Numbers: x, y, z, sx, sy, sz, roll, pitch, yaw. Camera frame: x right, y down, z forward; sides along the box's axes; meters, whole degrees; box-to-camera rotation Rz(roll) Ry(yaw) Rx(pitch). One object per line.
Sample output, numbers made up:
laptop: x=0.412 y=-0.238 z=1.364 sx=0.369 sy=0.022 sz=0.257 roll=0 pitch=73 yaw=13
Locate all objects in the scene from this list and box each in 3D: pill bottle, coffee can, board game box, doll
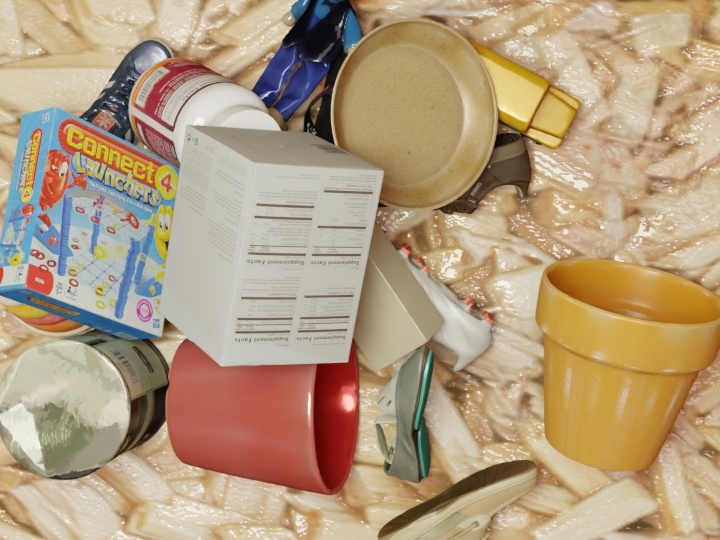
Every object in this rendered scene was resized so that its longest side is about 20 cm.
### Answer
pill bottle: x=-0.165 y=-0.156 z=1.531 sx=0.112 sy=0.200 sz=0.114 roll=-13 pitch=116 yaw=-28
coffee can: x=-0.300 y=0.141 z=1.558 sx=0.145 sy=0.200 sz=0.148 roll=0 pitch=91 yaw=5
board game box: x=-0.286 y=-0.045 z=1.516 sx=0.056 sy=0.199 sz=0.198 roll=-7 pitch=70 yaw=37
doll: x=-0.050 y=-0.252 z=1.581 sx=0.136 sy=0.048 sz=0.201 roll=32 pitch=89 yaw=36

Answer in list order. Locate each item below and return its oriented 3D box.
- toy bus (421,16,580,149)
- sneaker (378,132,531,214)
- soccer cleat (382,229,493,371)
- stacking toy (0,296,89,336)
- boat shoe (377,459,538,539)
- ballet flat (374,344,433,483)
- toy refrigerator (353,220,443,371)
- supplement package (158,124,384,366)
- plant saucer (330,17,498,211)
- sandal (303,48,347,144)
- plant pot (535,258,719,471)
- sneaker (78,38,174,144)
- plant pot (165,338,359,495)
toy bus: x=0.145 y=-0.207 z=1.571 sx=0.199 sy=0.078 sz=0.065 roll=28 pitch=94 yaw=4
sneaker: x=0.096 y=-0.090 z=1.578 sx=0.198 sy=0.071 sz=0.076 roll=-16 pitch=111 yaw=1
soccer cleat: x=0.061 y=0.031 z=1.592 sx=0.200 sy=0.069 sz=0.078 roll=40 pitch=97 yaw=0
stacking toy: x=-0.358 y=0.005 z=1.560 sx=0.145 sy=0.200 sz=0.148 roll=0 pitch=91 yaw=5
boat shoe: x=0.119 y=0.278 z=1.595 sx=0.199 sy=0.071 sz=0.065 roll=-29 pitch=95 yaw=13
ballet flat: x=0.045 y=0.160 z=1.553 sx=0.063 sy=0.068 sz=0.201 roll=9 pitch=133 yaw=11
toy refrigerator: x=0.000 y=0.000 z=1.539 sx=0.076 sy=0.070 sz=0.201 roll=-33 pitch=95 yaw=28
supplement package: x=-0.092 y=-0.026 z=1.410 sx=0.150 sy=0.152 sz=0.202 roll=0 pitch=109 yaw=-34
plant saucer: x=0.052 y=-0.164 z=1.496 sx=0.198 sy=0.035 sz=0.202 roll=-2 pitch=95 yaw=-25
sandal: x=-0.036 y=-0.160 z=1.591 sx=0.075 sy=0.045 sz=0.202 roll=23 pitch=96 yaw=40
plant pot: x=0.277 y=0.107 z=1.523 sx=0.198 sy=0.200 sz=0.185 roll=10 pitch=108 yaw=5
sneaker: x=-0.279 y=-0.175 z=1.606 sx=0.075 sy=0.085 sz=0.201 roll=32 pitch=94 yaw=4
plant pot: x=-0.108 y=0.144 z=1.555 sx=0.176 sy=0.200 sz=0.203 roll=0 pitch=91 yaw=14
